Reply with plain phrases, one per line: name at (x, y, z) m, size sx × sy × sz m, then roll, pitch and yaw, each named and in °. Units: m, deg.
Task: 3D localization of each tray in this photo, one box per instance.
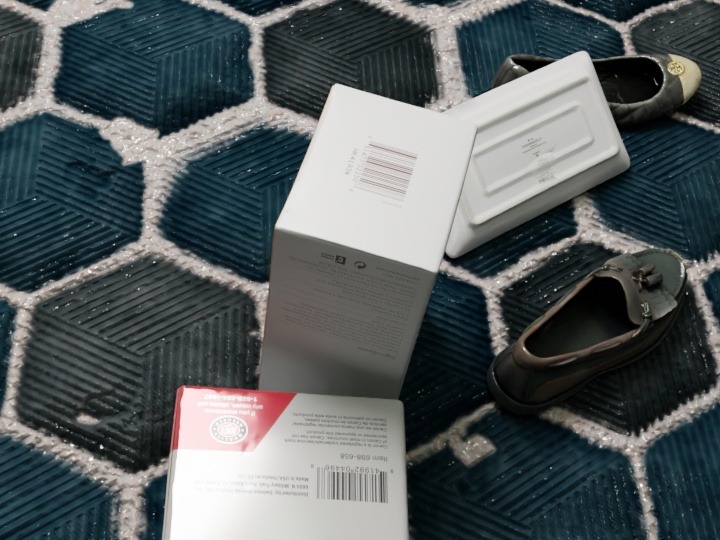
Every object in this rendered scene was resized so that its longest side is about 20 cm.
tray at (0.133, -0.097, 0.900) m, size 0.200 × 0.022 × 0.108 m, roll -27°, pitch 99°, yaw -25°

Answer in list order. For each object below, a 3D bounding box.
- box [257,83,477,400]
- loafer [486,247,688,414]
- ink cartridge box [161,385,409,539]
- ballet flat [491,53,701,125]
box at (0.000, 0.000, 0.734) m, size 0.097 × 0.200 × 0.125 m, roll 16°, pitch 53°, yaw 3°
loafer at (0.179, 0.035, 0.823) m, size 0.200 × 0.063 × 0.072 m, roll -33°, pitch 65°, yaw -28°
ink cartridge box at (-0.047, 0.179, 0.670) m, size 0.144 × 0.084 × 0.200 m, roll 5°, pitch 53°, yaw -7°
ballet flat at (0.211, -0.163, 0.974) m, size 0.199 × 0.057 × 0.067 m, roll -8°, pitch 57°, yaw -15°
